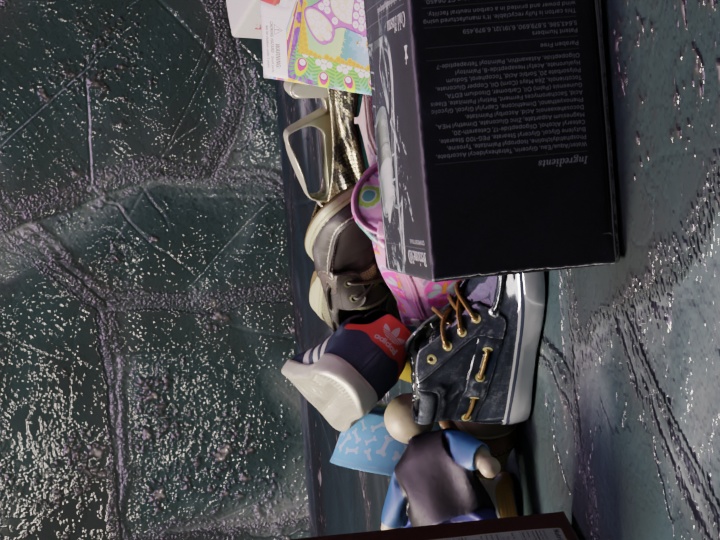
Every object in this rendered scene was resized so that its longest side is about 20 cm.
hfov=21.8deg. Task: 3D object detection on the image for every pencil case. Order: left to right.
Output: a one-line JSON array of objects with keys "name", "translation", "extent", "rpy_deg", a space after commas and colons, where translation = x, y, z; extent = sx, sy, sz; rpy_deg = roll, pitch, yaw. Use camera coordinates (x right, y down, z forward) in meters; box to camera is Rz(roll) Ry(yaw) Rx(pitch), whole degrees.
[{"name": "pencil case", "translation": [0.053, -0.010, 1.421], "extent": [0.200, 0.087, 0.088], "rpy_deg": [66, -167, -60]}]

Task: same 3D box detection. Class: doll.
[{"name": "doll", "translation": [0.066, 0.188, 1.440], "extent": [0.136, 0.048, 0.201], "rpy_deg": [-36, 70, 36]}]

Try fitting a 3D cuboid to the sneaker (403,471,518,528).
[{"name": "sneaker", "translation": [0.075, 0.214, 1.564], "extent": [0.200, 0.088, 0.076], "rpy_deg": [97, 165, -66]}]

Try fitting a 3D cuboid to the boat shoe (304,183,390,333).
[{"name": "boat shoe", "translation": [-0.001, 0.001, 1.492], "extent": [0.066, 0.072, 0.201], "rpy_deg": [53, 161, 21]}]

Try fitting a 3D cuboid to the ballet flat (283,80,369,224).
[{"name": "ballet flat", "translation": [-0.025, -0.121, 1.497], "extent": [0.068, 0.075, 0.201], "rpy_deg": [-107, 14, -66]}]

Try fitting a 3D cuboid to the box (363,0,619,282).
[{"name": "box", "translation": [0.078, -0.099, 1.191], "extent": [0.200, 0.123, 0.198], "rpy_deg": [-167, 71, -83]}]

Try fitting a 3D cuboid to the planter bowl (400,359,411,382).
[{"name": "planter bowl", "translation": [0.045, 0.034, 1.713], "extent": [0.200, 0.083, 0.202], "rpy_deg": [175, 90, -83]}]

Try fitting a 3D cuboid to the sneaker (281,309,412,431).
[{"name": "sneaker", "translation": [-0.003, 0.074, 1.496], "extent": [0.075, 0.085, 0.200], "rpy_deg": [45, 167, -8]}]

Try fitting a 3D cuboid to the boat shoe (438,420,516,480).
[{"name": "boat shoe", "translation": [0.077, 0.090, 1.528], "extent": [0.200, 0.071, 0.068], "rpy_deg": [-104, 13, -54]}]

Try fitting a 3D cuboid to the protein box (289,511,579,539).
[{"name": "protein box", "translation": [0.060, 0.289, 1.265], "extent": [0.135, 0.199, 0.200], "rpy_deg": [-112, 19, -68]}]

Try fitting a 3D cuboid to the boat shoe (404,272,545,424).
[{"name": "boat shoe", "translation": [0.082, 0.037, 1.369], "extent": [0.071, 0.090, 0.201], "rpy_deg": [-104, 12, -53]}]

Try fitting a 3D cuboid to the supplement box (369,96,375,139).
[{"name": "supplement box", "translation": [0.055, -0.140, 1.490], "extent": [0.110, 0.085, 0.201], "rpy_deg": [99, 165, -64]}]

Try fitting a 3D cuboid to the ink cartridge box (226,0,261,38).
[{"name": "ink cartridge box", "translation": [-0.015, -0.271, 1.535], "extent": [0.200, 0.145, 0.088], "rpy_deg": [134, 133, -58]}]

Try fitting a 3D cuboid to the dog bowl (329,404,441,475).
[{"name": "dog bowl", "translation": [0.042, 0.146, 1.603], "extent": [0.200, 0.111, 0.050], "rpy_deg": [15, -97, -77]}]

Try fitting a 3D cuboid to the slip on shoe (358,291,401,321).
[{"name": "slip on shoe", "translation": [0.017, 0.024, 1.612], "extent": [0.061, 0.074, 0.201], "rpy_deg": [37, 123, 26]}]

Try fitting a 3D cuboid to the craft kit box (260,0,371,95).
[{"name": "craft kit box", "translation": [0.017, -0.226, 1.370], "extent": [0.049, 0.197, 0.201], "rpy_deg": [-42, -43, -54]}]

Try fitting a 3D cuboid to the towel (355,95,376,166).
[{"name": "towel", "translation": [-0.002, -0.086, 1.675], "extent": [0.192, 0.032, 0.201], "rpy_deg": [-95, 13, -46]}]
